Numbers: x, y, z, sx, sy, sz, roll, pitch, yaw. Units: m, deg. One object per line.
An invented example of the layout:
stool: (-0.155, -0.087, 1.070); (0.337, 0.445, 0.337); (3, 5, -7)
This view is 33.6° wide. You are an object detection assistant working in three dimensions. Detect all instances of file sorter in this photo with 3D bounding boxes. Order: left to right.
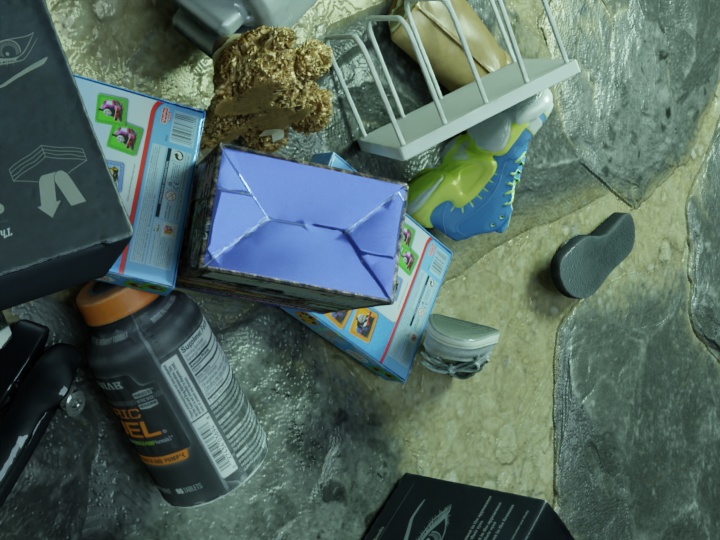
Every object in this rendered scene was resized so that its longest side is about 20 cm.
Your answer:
file sorter: (0.084, -0.211, 1.169); (0.198, 0.139, 0.126); (-27, 107, -11)

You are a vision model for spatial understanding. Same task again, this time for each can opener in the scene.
can opener: (-0.280, 0.142, 0.940); (0.063, 0.078, 0.202); (75, 36, -71)

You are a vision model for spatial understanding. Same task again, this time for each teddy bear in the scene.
teddy bear: (-0.085, -0.157, 1.047); (0.067, 0.144, 0.199); (64, 21, 14)

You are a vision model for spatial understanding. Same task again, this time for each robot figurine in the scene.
robot figurine: (-0.082, -0.276, 1.060); (0.113, 0.170, 0.200); (39, 70, 4)

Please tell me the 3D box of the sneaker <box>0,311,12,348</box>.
sneaker: (-0.346, 0.054, 0.857); (0.199, 0.080, 0.087); (-28, 99, -45)

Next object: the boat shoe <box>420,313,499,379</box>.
boat shoe: (0.102, 0.084, 1.235); (0.202, 0.073, 0.066); (20, 84, -83)

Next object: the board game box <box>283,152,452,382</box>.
board game box: (0.000, 0.000, 1.198); (0.200, 0.036, 0.153); (38, 66, -39)

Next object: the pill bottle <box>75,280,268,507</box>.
pill bottle: (-0.164, 0.091, 1.008); (0.106, 0.105, 0.202); (-41, 116, -35)

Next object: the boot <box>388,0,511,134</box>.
boot: (0.098, -0.202, 1.286); (0.199, 0.066, 0.177); (38, 62, -34)

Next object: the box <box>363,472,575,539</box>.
box: (0.101, 0.303, 1.197); (0.149, 0.199, 0.105); (-53, 124, -27)

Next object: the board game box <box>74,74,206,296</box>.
board game box: (-0.230, -0.077, 0.927); (0.198, 0.037, 0.153); (14, 72, -20)

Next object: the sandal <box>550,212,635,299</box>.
sandal: (0.284, -0.018, 1.482); (0.199, 0.042, 0.077); (-25, 115, -50)

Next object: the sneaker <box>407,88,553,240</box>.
sneaker: (0.141, -0.106, 1.249); (0.105, 0.199, 0.076); (38, 29, -26)

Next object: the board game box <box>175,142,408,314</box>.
board game box: (-0.069, -0.027, 0.999); (0.157, 0.200, 0.098); (11, 83, -17)

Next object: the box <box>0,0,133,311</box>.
box: (-0.288, -0.070, 0.815); (0.195, 0.117, 0.202); (-20, 84, -26)
